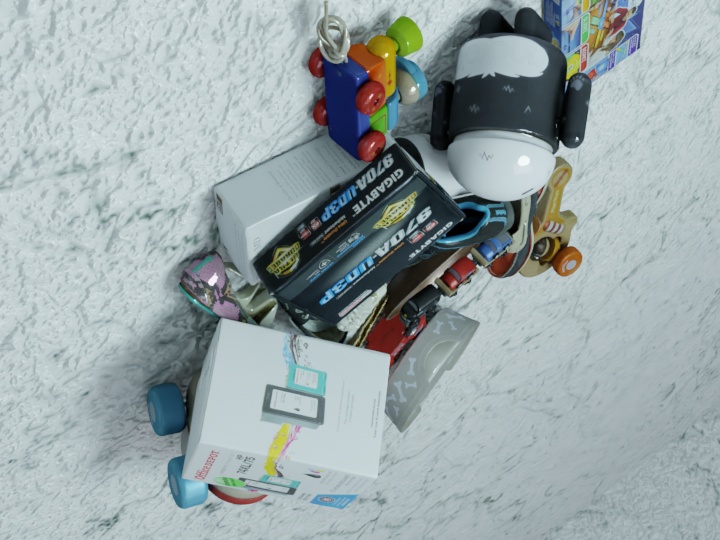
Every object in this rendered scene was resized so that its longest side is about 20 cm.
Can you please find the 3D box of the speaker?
[{"bbox_3d":[0.120,-0.129,1.280,0.198,0.081,0.082,-13,142,-38],"label":"speaker"}]

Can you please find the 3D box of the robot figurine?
[{"bbox_3d":[0.159,-0.176,1.166,0.123,0.203,0.150,11,171,-20],"label":"robot figurine"}]

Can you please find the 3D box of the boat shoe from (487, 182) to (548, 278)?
[{"bbox_3d":[0.204,-0.065,1.475,0.062,0.071,0.202,-34,149,-41],"label":"boat shoe"}]

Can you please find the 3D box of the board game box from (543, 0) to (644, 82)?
[{"bbox_3d":[0.277,-0.301,1.274,0.135,0.035,0.201,-35,151,-11],"label":"board game box"}]

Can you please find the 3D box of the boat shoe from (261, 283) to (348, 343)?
[{"bbox_3d":[-0.060,0.036,1.319,0.075,0.060,0.200,-40,152,1],"label":"boat shoe"}]

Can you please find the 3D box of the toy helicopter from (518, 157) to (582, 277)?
[{"bbox_3d":[0.260,-0.073,1.561,0.131,0.079,0.202,-15,133,-23],"label":"toy helicopter"}]

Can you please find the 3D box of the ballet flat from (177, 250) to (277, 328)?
[{"bbox_3d":[-0.137,0.038,1.230,0.071,0.069,0.200,-41,147,-4],"label":"ballet flat"}]

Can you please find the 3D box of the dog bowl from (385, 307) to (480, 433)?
[{"bbox_3d":[0.097,0.142,1.598,0.201,0.058,0.200,-52,170,-13],"label":"dog bowl"}]

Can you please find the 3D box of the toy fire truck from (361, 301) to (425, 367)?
[{"bbox_3d":[0.026,0.134,1.561,0.201,0.049,0.141,-51,164,2],"label":"toy fire truck"}]

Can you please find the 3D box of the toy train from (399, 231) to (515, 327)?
[{"bbox_3d":[0.127,0.004,1.401,0.199,0.034,0.046,-37,160,-21],"label":"toy train"}]

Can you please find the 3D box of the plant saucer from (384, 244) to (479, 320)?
[{"bbox_3d":[0.099,-0.012,1.417,0.200,0.037,0.200,-41,173,-6],"label":"plant saucer"}]

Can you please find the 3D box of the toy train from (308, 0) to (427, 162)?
[{"bbox_3d":[0.015,-0.210,1.051,0.115,0.084,0.201,-40,153,-22],"label":"toy train"}]

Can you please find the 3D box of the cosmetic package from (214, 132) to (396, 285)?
[{"bbox_3d":[-0.053,-0.077,1.158,0.198,0.074,0.102,-30,150,-20],"label":"cosmetic package"}]

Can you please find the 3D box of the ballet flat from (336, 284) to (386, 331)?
[{"bbox_3d":[0.000,0.000,1.281,0.071,0.072,0.202,-24,132,-26],"label":"ballet flat"}]

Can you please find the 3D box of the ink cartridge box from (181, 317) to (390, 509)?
[{"bbox_3d":[-0.086,0.165,1.217,0.197,0.148,0.147,13,152,-11],"label":"ink cartridge box"}]

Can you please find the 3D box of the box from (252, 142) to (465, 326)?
[{"bbox_3d":[0.002,-0.033,1.152,0.199,0.046,0.159,-39,154,9],"label":"box"}]

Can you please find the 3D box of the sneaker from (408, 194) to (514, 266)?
[{"bbox_3d":[0.080,-0.052,1.287,0.198,0.074,0.082,-18,176,23],"label":"sneaker"}]

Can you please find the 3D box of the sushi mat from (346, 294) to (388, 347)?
[{"bbox_3d":[-0.018,0.109,1.431,0.096,0.012,0.200,-60,-178,-33],"label":"sushi mat"}]

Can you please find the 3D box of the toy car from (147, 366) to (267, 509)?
[{"bbox_3d":[-0.171,0.227,1.365,0.182,0.179,0.201,-11,155,-24],"label":"toy car"}]
